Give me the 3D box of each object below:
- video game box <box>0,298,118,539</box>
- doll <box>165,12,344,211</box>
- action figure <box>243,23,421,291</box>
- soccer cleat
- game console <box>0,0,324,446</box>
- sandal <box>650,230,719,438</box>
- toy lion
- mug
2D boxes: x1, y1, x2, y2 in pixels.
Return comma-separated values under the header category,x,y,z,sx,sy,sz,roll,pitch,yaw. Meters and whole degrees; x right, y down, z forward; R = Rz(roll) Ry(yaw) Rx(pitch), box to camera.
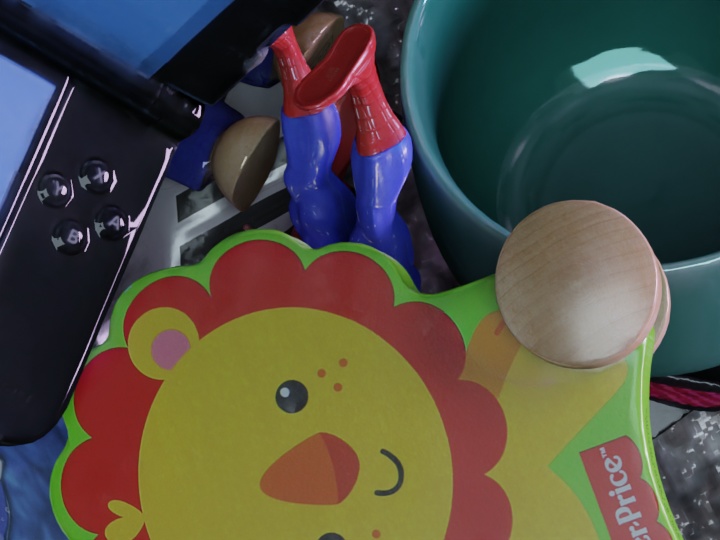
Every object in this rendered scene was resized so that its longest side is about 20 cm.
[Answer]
category,x,y,z,sx,sy,sz,roll,pitch,yaw
video game box,-0.101,0.115,0.929,0.182,0.047,0.200,-12,104,43
doll,-0.105,-0.102,0.926,0.200,0.048,0.137,29,80,9
action figure,0.000,0.000,0.895,0.052,0.065,0.200,-50,142,-23
soccer cleat,-0.061,0.003,0.959,0.085,0.069,0.200,29,93,0
game console,-0.114,-0.069,0.743,0.200,0.118,0.171,30,70,-25
sandal,0.127,0.012,0.982,0.200,0.045,0.075,-24,102,0
toy lion,0.014,0.078,0.807,0.192,0.069,0.200,-22,82,7
mug,0.103,-0.054,0.925,0.152,0.114,0.185,38,74,22
